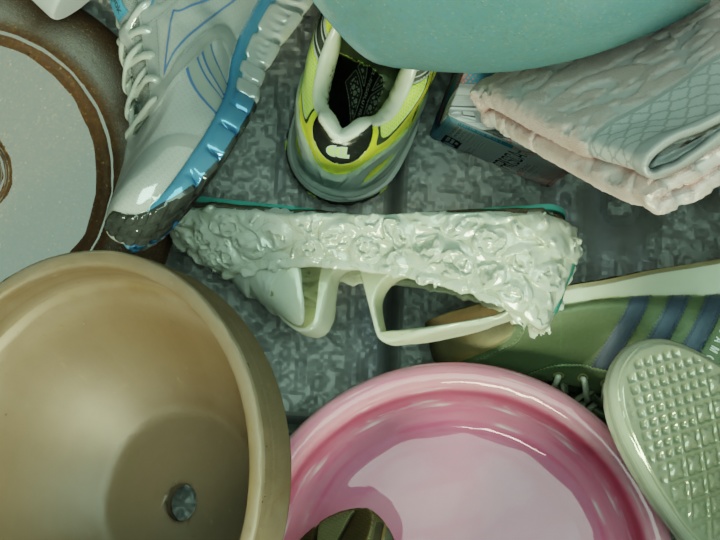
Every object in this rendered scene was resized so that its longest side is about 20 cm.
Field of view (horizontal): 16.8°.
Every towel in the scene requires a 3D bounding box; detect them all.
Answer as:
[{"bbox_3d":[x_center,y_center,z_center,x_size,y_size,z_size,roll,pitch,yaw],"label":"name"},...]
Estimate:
[{"bbox_3d":[0.164,-0.099,1.037,0.200,0.191,0.032,-28,112,-9],"label":"towel"}]

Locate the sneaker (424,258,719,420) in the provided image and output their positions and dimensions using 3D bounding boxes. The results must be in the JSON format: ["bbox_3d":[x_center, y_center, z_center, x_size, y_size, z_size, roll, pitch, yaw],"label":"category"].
[{"bbox_3d":[0.135,0.048,1.135,0.199,0.067,0.090,-9,82,-9],"label":"sneaker"}]

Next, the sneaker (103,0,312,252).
[{"bbox_3d":[-0.086,-0.094,1.095,0.087,0.075,0.200,33,49,-13],"label":"sneaker"}]

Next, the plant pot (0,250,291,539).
[{"bbox_3d":[-0.102,0.098,1.073,0.200,0.093,0.202,-7,76,29],"label":"plant pot"}]

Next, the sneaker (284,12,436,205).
[{"bbox_3d":[0.021,-0.129,1.140,0.075,0.076,0.201,15,80,-2],"label":"sneaker"}]

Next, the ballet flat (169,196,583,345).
[{"bbox_3d":[0.000,0.000,1.098,0.199,0.072,0.072,2,83,20],"label":"ballet flat"}]

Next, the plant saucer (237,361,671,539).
[{"bbox_3d":[0.043,0.142,1.113,0.200,0.051,0.201,0,88,2],"label":"plant saucer"}]

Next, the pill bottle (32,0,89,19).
[{"bbox_3d":[-0.181,-0.213,1.110,0.200,0.112,0.112,45,81,0],"label":"pill bottle"}]

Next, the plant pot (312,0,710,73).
[{"bbox_3d":[0.038,-0.162,1.035,0.135,0.200,0.200,-32,87,17],"label":"plant pot"}]

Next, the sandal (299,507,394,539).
[{"bbox_3d":[-0.028,0.198,1.045,0.054,0.080,0.200,39,66,-30],"label":"sandal"}]

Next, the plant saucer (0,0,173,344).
[{"bbox_3d":[-0.183,-0.042,1.129,0.200,0.037,0.201,1,83,-5],"label":"plant saucer"}]

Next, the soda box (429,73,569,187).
[{"bbox_3d":[0.102,-0.145,1.157,0.068,0.064,0.201,22,81,-3],"label":"soda box"}]

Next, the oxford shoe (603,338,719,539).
[{"bbox_3d":[0.166,0.102,1.103,0.200,0.058,0.075,42,71,-31],"label":"oxford shoe"}]
